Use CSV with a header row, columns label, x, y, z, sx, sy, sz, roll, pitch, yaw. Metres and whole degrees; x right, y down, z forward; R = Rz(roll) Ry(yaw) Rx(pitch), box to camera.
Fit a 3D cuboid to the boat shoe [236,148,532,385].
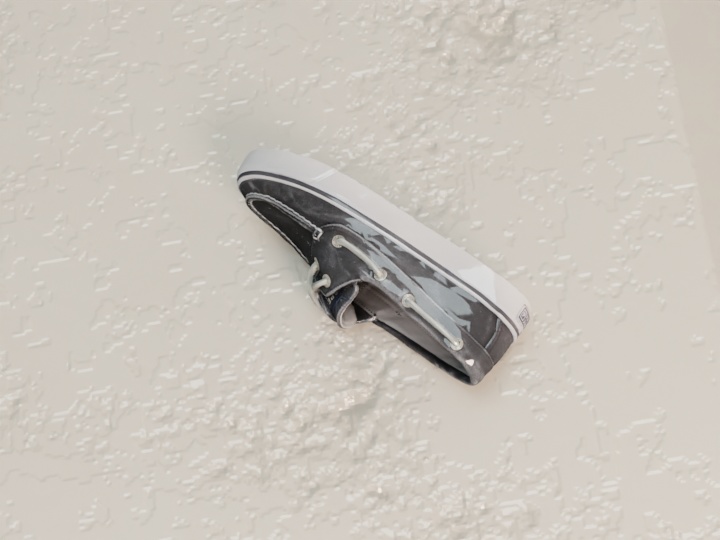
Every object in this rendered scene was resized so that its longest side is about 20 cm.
label,x,y,z,sx,sy,sz,roll,pitch,yaw
boat shoe,0.000,0.000,1.267,0.199,0.072,0.068,32,70,17
